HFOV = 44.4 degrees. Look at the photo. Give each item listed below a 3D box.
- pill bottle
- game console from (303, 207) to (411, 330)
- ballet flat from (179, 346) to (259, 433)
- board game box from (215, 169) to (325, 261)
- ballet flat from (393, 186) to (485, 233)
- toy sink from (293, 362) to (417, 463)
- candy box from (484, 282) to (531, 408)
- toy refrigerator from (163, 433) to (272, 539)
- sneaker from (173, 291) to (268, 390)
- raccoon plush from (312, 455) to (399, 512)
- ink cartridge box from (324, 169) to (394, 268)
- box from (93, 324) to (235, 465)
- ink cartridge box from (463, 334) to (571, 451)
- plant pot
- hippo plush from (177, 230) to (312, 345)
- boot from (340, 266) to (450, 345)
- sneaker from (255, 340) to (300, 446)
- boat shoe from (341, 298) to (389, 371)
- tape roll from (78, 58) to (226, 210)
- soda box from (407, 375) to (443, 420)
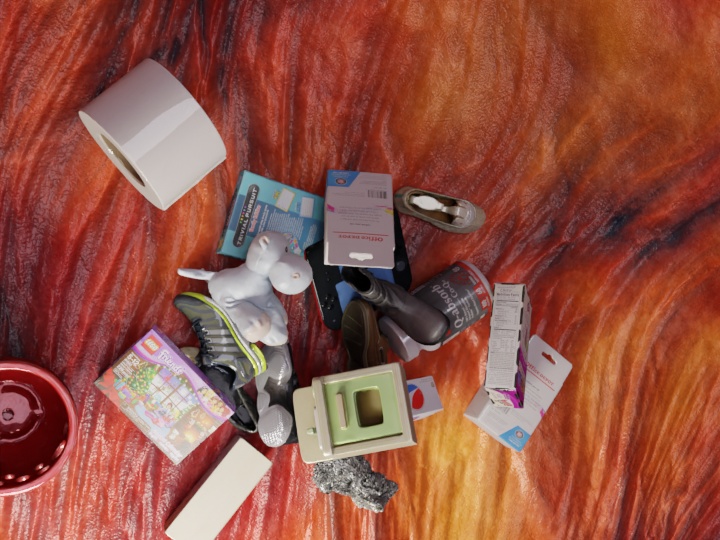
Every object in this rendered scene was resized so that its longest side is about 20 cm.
[{"bbox_3d":[0.141,0.077,1.636,0.200,0.116,0.116,-33,101,-16],"label":"pill bottle"},{"bbox_3d":[0.000,0.000,1.589,0.200,0.031,0.177,-27,125,-24],"label":"game console"},{"bbox_3d":[-0.242,0.204,1.532,0.066,0.057,0.200,-46,105,-10],"label":"ballet flat"},{"bbox_3d":[-0.138,-0.074,1.570,0.199,0.047,0.151,18,86,-19],"label":"board game box"},{"bbox_3d":[0.157,-0.112,1.667,0.199,0.062,0.068,11,88,-20],"label":"ballet flat"},{"bbox_3d":[-0.018,0.236,1.445,0.199,0.112,0.131,-10,75,6],"label":"toy sink"},{"bbox_3d":[0.271,0.138,1.613,0.061,0.136,0.201,3,68,18],"label":"candy box"},{"bbox_3d":[-0.247,0.388,1.530,0.076,0.070,0.200,40,78,-9],"label":"toy refrigerator"},{"bbox_3d":[-0.249,0.119,1.503,0.200,0.074,0.081,46,56,-4],"label":"sneaker"},{"bbox_3d":[-0.016,0.347,1.545,0.097,0.134,0.200,-54,141,-28],"label":"raccoon plush"},{"bbox_3d":[-0.004,-0.072,1.502,0.115,0.068,0.201,4,55,-6],"label":"ink cartridge box"},{"bbox_3d":[-0.328,0.210,1.486,0.137,0.039,0.200,-42,100,3],"label":"box"},{"bbox_3d":[0.308,0.233,1.715,0.115,0.068,0.200,38,79,-15],"label":"ink cartridge box"},{"bbox_3d":[-0.541,0.229,1.360,0.200,0.182,0.201,0,91,-19],"label":"plant pot"},{"bbox_3d":[-0.161,0.011,1.489,0.200,0.159,0.161,43,100,13],"label":"hippo plush"},{"bbox_3d":[0.052,0.055,1.506,0.132,0.200,0.070,33,86,-43],"label":"boot"},{"bbox_3d":[-0.124,0.219,1.569,0.114,0.075,0.201,23,57,-46],"label":"sneaker"},{"bbox_3d":[0.013,0.132,1.599,0.068,0.072,0.201,-21,127,-30],"label":"boat shoe"},{"bbox_3d":[-0.332,-0.219,1.417,0.139,0.203,0.203,-43,104,-14],"label":"tape roll"},{"bbox_3d":[0.054,0.243,1.588,0.200,0.064,0.068,-4,68,-43],"label":"soda box"}]
